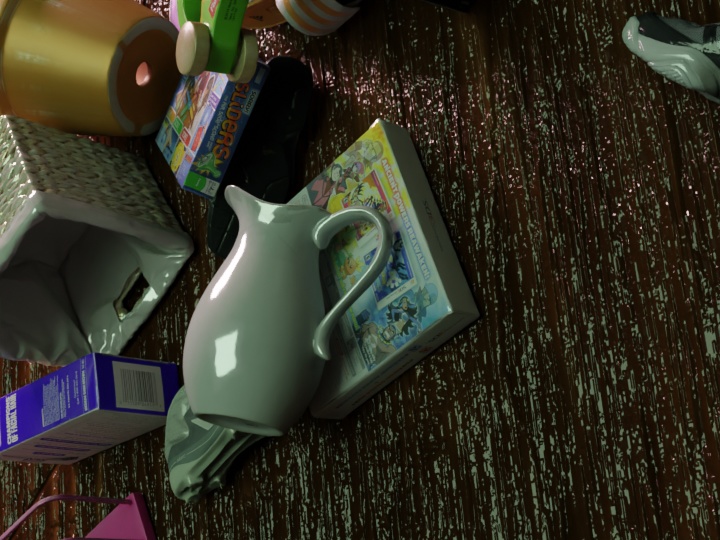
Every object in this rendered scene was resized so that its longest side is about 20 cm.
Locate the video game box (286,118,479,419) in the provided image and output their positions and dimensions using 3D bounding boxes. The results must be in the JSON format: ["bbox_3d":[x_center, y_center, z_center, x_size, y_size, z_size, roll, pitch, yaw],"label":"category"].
[{"bbox_3d":[0.000,0.000,1.219,0.182,0.047,0.202,-40,56,35],"label":"video game box"}]

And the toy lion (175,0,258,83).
[{"bbox_3d":[-0.121,-0.296,1.205,0.201,0.068,0.193,-64,36,36],"label":"toy lion"}]

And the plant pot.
[{"bbox_3d":[-0.291,-0.223,1.459,0.182,0.200,0.202,19,94,29],"label":"plant pot"}]

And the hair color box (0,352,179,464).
[{"bbox_3d":[-0.289,0.146,1.423,0.199,0.109,0.066,-26,64,37],"label":"hair color box"}]

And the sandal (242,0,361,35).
[{"bbox_3d":[-0.051,-0.247,1.305,0.206,0.079,0.060,-16,72,50],"label":"sandal"}]

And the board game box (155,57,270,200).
[{"bbox_3d":[-0.149,-0.160,1.345,0.136,0.034,0.200,-65,21,11],"label":"board game box"}]

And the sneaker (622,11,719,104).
[{"bbox_3d":[0.284,-0.166,0.964,0.199,0.075,0.115,35,105,36],"label":"sneaker"}]

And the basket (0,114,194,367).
[{"bbox_3d":[-0.319,-0.025,1.426,0.199,0.199,0.161,-51,49,23],"label":"basket"}]

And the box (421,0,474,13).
[{"bbox_3d":[0.058,-0.364,1.164,0.199,0.123,0.201,48,114,23],"label":"box"}]

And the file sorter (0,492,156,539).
[{"bbox_3d":[-0.275,0.340,1.356,0.139,0.125,0.201,-43,55,29],"label":"file sorter"}]

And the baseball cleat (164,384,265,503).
[{"bbox_3d":[-0.130,0.132,1.300,0.200,0.069,0.107,-45,54,27],"label":"baseball cleat"}]

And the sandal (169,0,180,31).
[{"bbox_3d":[-0.176,-0.337,1.455,0.082,0.049,0.205,16,94,46],"label":"sandal"}]

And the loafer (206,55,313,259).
[{"bbox_3d":[-0.097,-0.107,1.329,0.072,0.072,0.202,-143,76,-78],"label":"loafer"}]

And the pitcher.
[{"bbox_3d":[-0.062,0.036,1.172,0.170,0.121,0.202,3,73,32],"label":"pitcher"}]
